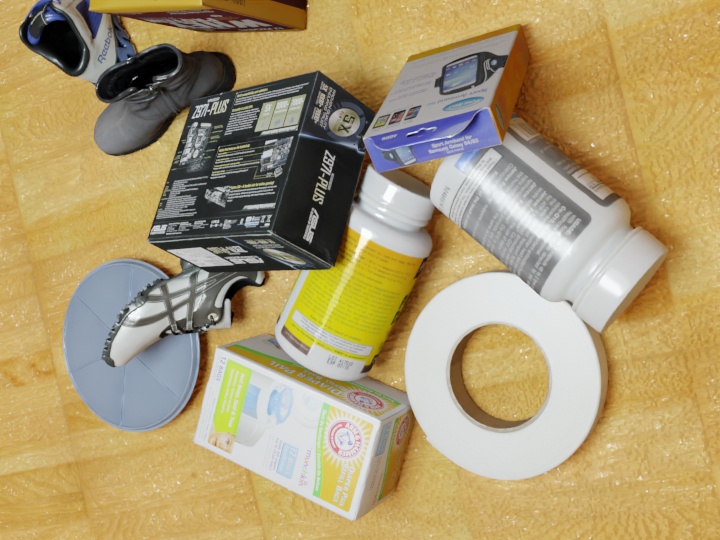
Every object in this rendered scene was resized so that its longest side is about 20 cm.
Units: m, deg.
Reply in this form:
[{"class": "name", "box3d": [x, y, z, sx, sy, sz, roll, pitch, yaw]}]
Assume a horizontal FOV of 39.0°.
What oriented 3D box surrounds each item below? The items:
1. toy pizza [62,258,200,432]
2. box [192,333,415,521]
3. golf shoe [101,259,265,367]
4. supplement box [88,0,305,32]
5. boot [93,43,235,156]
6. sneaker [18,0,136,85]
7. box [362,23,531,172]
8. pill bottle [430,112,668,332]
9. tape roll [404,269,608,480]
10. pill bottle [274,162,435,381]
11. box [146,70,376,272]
[{"class": "toy pizza", "box3d": [-0.264, 0.087, 1.183, 0.198, 0.032, 0.203, 2, 95, 26]}, {"class": "box", "box3d": [-0.055, 0.156, 1.050, 0.199, 0.101, 0.114, 21, 104, 22]}, {"class": "golf shoe", "box3d": [-0.189, 0.044, 1.091, 0.094, 0.078, 0.200, 45, 87, 3]}, {"class": "supplement box", "box3d": [-0.153, -0.346, 0.997, 0.132, 0.197, 0.202, 5, 98, 25]}, {"class": "boot", "box3d": [-0.244, -0.188, 1.091, 0.199, 0.131, 0.070, -30, 83, 25]}, {"class": "sneaker", "box3d": [-0.326, -0.296, 1.130, 0.080, 0.115, 0.201, -25, 82, 24]}, {"class": "box", "box3d": [0.079, -0.151, 0.909, 0.118, 0.201, 0.042, -11, 123, 26]}, {"class": "pill bottle", "box3d": [0.170, -0.044, 0.917, 0.200, 0.114, 0.114, 42, 110, 17]}, {"class": "tape roll", "box3d": [0.138, 0.101, 0.988, 0.201, 0.037, 0.205, 2, 96, 25]}, {"class": "pill bottle", "box3d": [0.000, 0.000, 1.004, 0.109, 0.109, 0.201, 32, 107, 19]}, {"class": "box", "box3d": [-0.099, -0.090, 0.993, 0.199, 0.086, 0.165, -2, 67, 45]}]
